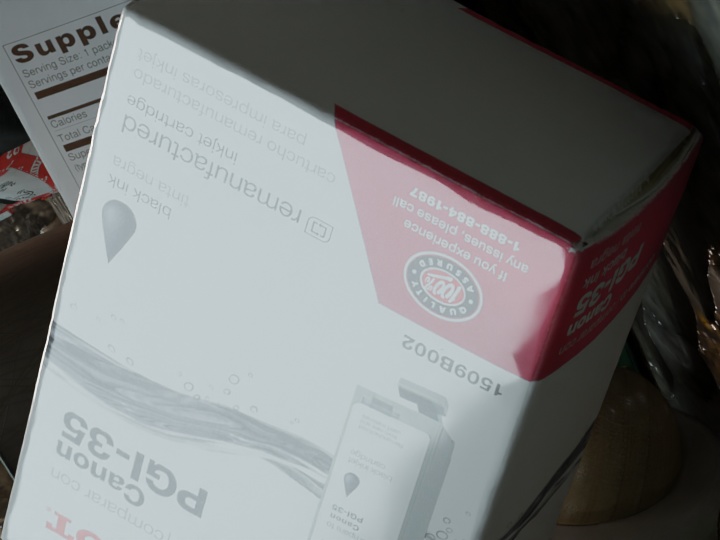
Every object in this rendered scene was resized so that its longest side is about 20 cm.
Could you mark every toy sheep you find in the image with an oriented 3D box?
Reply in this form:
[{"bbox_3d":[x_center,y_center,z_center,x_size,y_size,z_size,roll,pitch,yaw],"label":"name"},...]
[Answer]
[{"bbox_3d":[0.085,0.117,0.974,0.138,0.138,0.200,-134,33,-55],"label":"toy sheep"}]

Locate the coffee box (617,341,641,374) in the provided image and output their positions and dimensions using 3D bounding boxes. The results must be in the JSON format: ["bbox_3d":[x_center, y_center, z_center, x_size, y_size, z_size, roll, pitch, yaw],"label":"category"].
[{"bbox_3d":[0.064,0.037,1.084,0.123,0.044,0.200,47,166,52],"label":"coffee box"}]

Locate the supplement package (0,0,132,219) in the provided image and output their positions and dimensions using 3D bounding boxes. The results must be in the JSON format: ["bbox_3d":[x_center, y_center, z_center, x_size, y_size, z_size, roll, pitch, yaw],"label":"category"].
[{"bbox_3d":[-0.051,-0.090,0.926,0.121,0.120,0.200,-102,-10,-51],"label":"supplement package"}]

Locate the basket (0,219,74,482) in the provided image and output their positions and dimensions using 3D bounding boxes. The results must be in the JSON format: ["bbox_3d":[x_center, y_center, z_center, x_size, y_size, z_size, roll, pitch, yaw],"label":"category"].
[{"bbox_3d":[-0.080,0.032,1.366,0.180,0.200,0.136,55,172,21],"label":"basket"}]

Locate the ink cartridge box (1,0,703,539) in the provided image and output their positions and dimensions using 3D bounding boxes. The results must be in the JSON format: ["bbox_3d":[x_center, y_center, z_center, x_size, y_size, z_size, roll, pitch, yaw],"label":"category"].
[{"bbox_3d":[-0.008,0.022,0.851,0.146,0.083,0.200,28,128,15],"label":"ink cartridge box"}]

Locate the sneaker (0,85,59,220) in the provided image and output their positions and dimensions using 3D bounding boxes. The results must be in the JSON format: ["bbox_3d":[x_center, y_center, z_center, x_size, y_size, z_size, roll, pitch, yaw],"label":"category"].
[{"bbox_3d":[-0.137,-0.060,1.317,0.108,0.201,0.067,-32,73,40],"label":"sneaker"}]
